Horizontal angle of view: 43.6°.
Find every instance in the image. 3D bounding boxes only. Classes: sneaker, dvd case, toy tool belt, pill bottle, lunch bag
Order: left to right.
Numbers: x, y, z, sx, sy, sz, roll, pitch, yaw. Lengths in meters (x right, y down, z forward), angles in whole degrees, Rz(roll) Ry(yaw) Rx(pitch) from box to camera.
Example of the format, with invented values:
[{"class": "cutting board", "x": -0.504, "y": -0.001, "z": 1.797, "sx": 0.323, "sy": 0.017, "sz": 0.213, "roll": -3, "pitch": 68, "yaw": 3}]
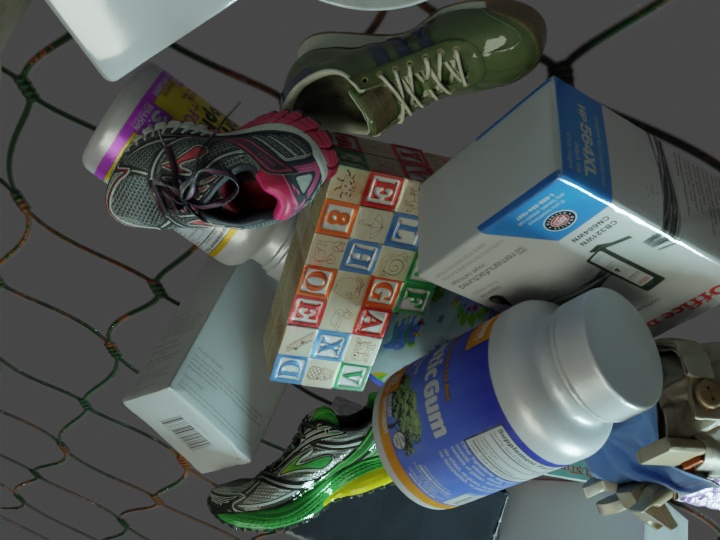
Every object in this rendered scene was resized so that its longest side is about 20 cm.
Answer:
[{"class": "sneaker", "x": -0.114, "y": -0.065, "z": 0.648, "sx": 0.196, "sy": 0.075, "sz": 0.082, "roll": -9, "pitch": 122, "yaw": 32}, {"class": "pill bottle", "x": -0.126, "y": -0.076, "z": 0.762, "sx": 0.198, "sy": 0.105, "sz": 0.104, "roll": 35, "pitch": 140, "yaw": -15}, {"class": "sneaker", "x": -0.047, "y": 0.169, "z": 0.814, "sx": 0.078, "sy": 0.196, "sz": 0.087, "roll": -150, "pitch": 39, "yaw": -78}, {"class": "sneaker", "x": 0.028, "y": -0.129, "z": 0.631, "sx": 0.196, "sy": 0.091, "sz": 0.068, "roll": -1, "pitch": 135, "yaw": 28}, {"class": "lunch bag", "x": 0.128, "y": 0.076, "z": 0.796, "sx": 0.198, "sy": 0.130, "sz": 0.169, "roll": 34, "pitch": 144, "yaw": -28}, {"class": "pill bottle", "x": 0.107, "y": 0.089, "z": 0.636, "sx": 0.111, "sy": 0.113, "sz": 0.199, "roll": 38, "pitch": 135, "yaw": -18}, {"class": "dvd case", "x": 0.172, "y": 0.185, "z": 0.884, "sx": 0.142, "sy": 0.023, "sz": 0.200, "roll": 7, "pitch": 173, "yaw": 12}, {"class": "toy tool belt", "x": 0.207, "y": 0.123, "z": 0.662, "sx": 0.127, "sy": 0.121, "sz": 0.200, "roll": 64, "pitch": 158, "yaw": 12}]

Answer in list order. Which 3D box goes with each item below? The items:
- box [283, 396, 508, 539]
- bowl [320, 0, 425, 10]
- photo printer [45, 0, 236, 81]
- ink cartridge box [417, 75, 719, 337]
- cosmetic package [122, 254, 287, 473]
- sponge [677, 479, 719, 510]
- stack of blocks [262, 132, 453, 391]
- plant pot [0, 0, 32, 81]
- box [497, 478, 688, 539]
[{"class": "box", "x": 0.036, "y": 0.233, "z": 0.947, "sx": 0.196, "sy": 0.126, "sz": 0.197, "roll": 21, "pitch": -179, "yaw": 3}, {"class": "bowl", "x": 0.003, "y": -0.257, "z": 0.498, "sx": 0.197, "sy": 0.091, "sz": 0.203, "roll": 15, "pitch": 140, "yaw": 12}, {"class": "photo printer", "x": -0.153, "y": -0.245, "z": 0.561, "sx": 0.164, "sy": 0.070, "sz": 0.201, "roll": -29, "pitch": 124, "yaw": 6}, {"class": "ink cartridge box", "x": 0.159, "y": -0.026, "z": 0.638, "sx": 0.197, "sy": 0.086, "sz": 0.146, "roll": 22, "pitch": 142, "yaw": -27}, {"class": "cosmetic package", "x": -0.121, "y": 0.071, "z": 0.850, "sx": 0.080, "sy": 0.202, "sz": 0.113, "roll": -20, "pitch": 122, "yaw": 40}, {"class": "sponge", "x": 0.340, "y": 0.170, "z": 0.807, "sx": 0.195, "sy": 0.030, "sz": 0.113, "roll": 14, "pitch": 126, "yaw": -9}, {"class": "stack of blocks", "x": 0.000, "y": 0.000, "z": 0.732, "sx": 0.113, "sy": 0.059, "sz": 0.203, "roll": 9, "pitch": 120, "yaw": -19}, {"class": "plant pot", "x": -0.297, "y": -0.221, "z": 0.614, "sx": 0.197, "sy": 0.176, "sz": 0.202, "roll": 23, "pitch": 148, "yaw": 15}, {"class": "box", "x": 0.246, "y": 0.291, "z": 0.938, "sx": 0.149, "sy": 0.109, "sz": 0.200, "roll": -3, "pitch": 156, "yaw": 30}]
